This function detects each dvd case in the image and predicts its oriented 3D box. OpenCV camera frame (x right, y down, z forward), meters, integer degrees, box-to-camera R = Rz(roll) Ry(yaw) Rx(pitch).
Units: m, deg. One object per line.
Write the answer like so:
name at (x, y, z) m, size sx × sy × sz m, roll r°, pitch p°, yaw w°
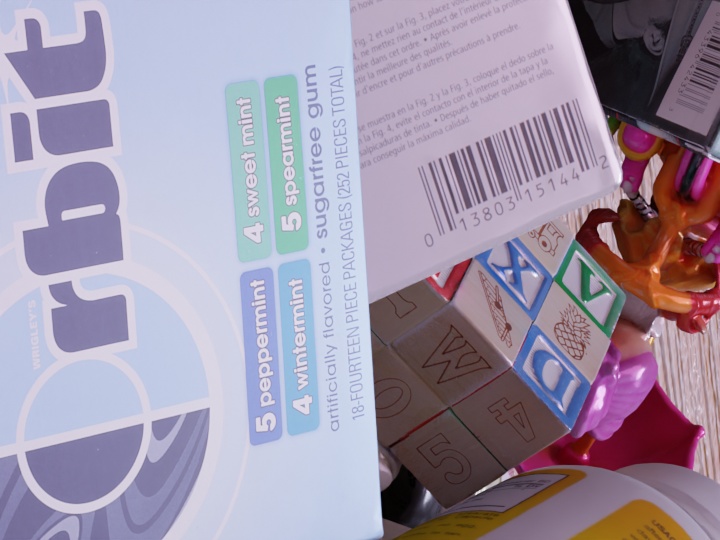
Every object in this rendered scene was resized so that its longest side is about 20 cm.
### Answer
dvd case at (0.093, -0.124, 0.950) m, size 0.022 × 0.200 × 0.146 m, roll 23°, pitch 93°, yaw -32°

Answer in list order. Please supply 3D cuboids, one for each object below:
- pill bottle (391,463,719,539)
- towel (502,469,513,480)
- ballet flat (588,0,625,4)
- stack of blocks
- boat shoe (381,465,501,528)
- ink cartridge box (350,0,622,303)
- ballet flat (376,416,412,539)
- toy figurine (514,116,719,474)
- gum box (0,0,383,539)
pill bottle at (0.051, 0.124, 0.889) m, size 0.200 × 0.113 × 0.113 m, roll -22°, pitch 110°, yaw -56°
towel at (0.047, 0.020, 1.293) m, size 0.146 × 0.030 × 0.200 m, roll 63°, pitch 35°, yaw -52°
ballet flat at (0.079, -0.182, 0.892) m, size 0.068 × 0.068 × 0.201 m, roll 31°, pitch 70°, yaw -67°
stack of blocks at (-0.003, -0.035, 0.946) m, size 0.200 × 0.059 × 0.115 m, roll 47°, pitch 34°, yaw -11°
boat shoe at (-0.001, 0.001, 1.025) m, size 0.066 × 0.072 × 0.201 m, roll 23°, pitch 51°, yaw -76°
ink cartridge box at (-0.039, -0.069, 0.834) m, size 0.045 × 0.200 × 0.177 m, roll 15°, pitch -54°, yaw 65°
ballet flat at (-0.013, 0.077, 0.963) m, size 0.068 × 0.067 × 0.200 m, roll -63°, pitch 147°, yaw -53°
toy figurine at (0.114, 0.008, 1.104) m, size 0.184 × 0.150 × 0.200 m, roll -65°, pitch 170°, yaw 1°
gum box at (-0.086, 0.006, 0.747) m, size 0.200 × 0.045 × 0.170 m, roll -11°, pitch 102°, yaw -38°
